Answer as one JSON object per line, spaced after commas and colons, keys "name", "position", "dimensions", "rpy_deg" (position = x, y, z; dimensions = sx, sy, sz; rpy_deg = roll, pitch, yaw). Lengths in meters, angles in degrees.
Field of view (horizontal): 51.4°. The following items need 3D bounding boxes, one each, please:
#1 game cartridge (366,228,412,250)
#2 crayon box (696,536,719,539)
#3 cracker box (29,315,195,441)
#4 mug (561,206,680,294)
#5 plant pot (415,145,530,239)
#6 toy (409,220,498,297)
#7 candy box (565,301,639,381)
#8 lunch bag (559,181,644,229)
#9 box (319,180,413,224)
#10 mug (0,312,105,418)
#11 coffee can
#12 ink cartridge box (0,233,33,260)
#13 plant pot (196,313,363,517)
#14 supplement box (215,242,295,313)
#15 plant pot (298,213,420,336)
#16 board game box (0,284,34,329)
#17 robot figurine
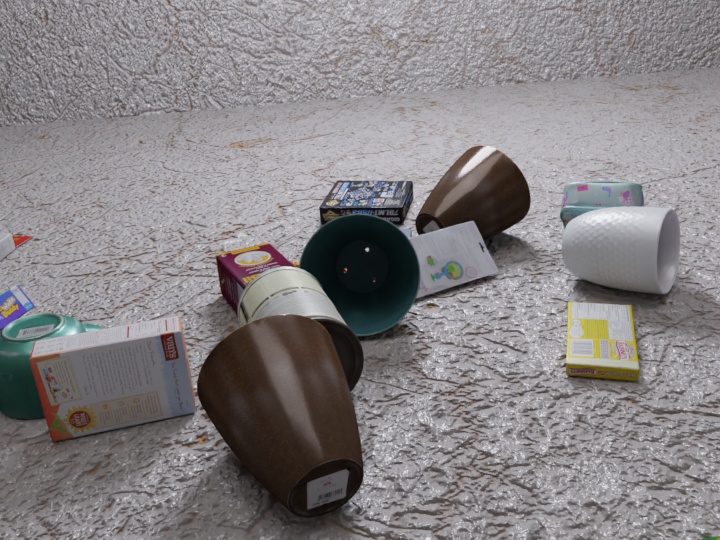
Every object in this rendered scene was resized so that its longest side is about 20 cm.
{"name": "game cartridge", "position": [0.008, -0.052, 1.564], "dimensions": [0.199, 0.042, 0.133], "rpy_deg": [-1, 20, 8]}
{"name": "crayon box", "position": [0.357, 0.316, 0.639], "dimensions": [0.172, 0.058, 0.200], "rpy_deg": [-8, 24, -7]}
{"name": "cracker box", "position": [-0.340, 0.150, 1.045], "dimensions": [0.199, 0.134, 0.058], "rpy_deg": [-9, 23, -12]}
{"name": "mug", "position": [0.470, -0.037, 1.342], "dimensions": [0.175, 0.148, 0.200], "rpy_deg": [6, -4, 37]}
{"name": "plant pot", "position": [0.213, -0.126, 1.533], "dimensions": [0.200, 0.187, 0.187], "rpy_deg": [-38, 38, -29]}
{"name": "toy", "position": [0.148, -0.015, 1.407], "dimensions": [0.199, 0.115, 0.047], "rpy_deg": [-15, -19, -27]}
{"name": "candy box", "position": [0.371, 0.104, 1.157], "dimensions": [0.102, 0.027, 0.200], "rpy_deg": [5, 26, 15]}
{"name": "lunch bag", "position": [0.471, -0.110, 1.465], "dimensions": [0.160, 0.077, 0.200], "rpy_deg": [2, -14, 21]}
{"name": "box", "position": [0.018, -0.167, 1.803], "dimensions": [0.198, 0.050, 0.200], "rpy_deg": [0, 25, 11]}
{"name": "mug", "position": [-0.473, 0.127, 1.142], "dimensions": [0.152, 0.115, 0.185], "rpy_deg": [9, 28, 29]}
{"name": "coffee can", "position": [-0.094, 0.096, 1.106], "dimensions": [0.146, 0.147, 0.200], "rpy_deg": [-11, 25, -15]}
{"name": "ink cartridge box", "position": [-0.897, -0.063, 1.734], "dimensions": [0.199, 0.045, 0.176], "rpy_deg": [-1, 25, 8]}
{"name": "plant pot", "position": [-0.078, 0.187, 0.897], "dimensions": [0.186, 0.187, 0.200], "rpy_deg": [-14, 40, -21]}
{"name": "supplement box", "position": [-0.178, 0.028, 1.350], "dimensions": [0.110, 0.086, 0.200], "rpy_deg": [-15, 26, -23]}
{"name": "plant pot", "position": [0.000, 0.000, 1.279], "dimensions": [0.199, 0.201, 0.135], "rpy_deg": [-3, 7, 2]}
{"name": "board game box", "position": [-0.624, 0.110, 1.173], "dimensions": [0.200, 0.045, 0.135], "rpy_deg": [-30, 12, 28]}
{"name": "robot figurine", "position": [-0.036, 0.004, 1.416], "dimensions": [0.199, 0.058, 0.145], "rpy_deg": [2, 24, 12]}
